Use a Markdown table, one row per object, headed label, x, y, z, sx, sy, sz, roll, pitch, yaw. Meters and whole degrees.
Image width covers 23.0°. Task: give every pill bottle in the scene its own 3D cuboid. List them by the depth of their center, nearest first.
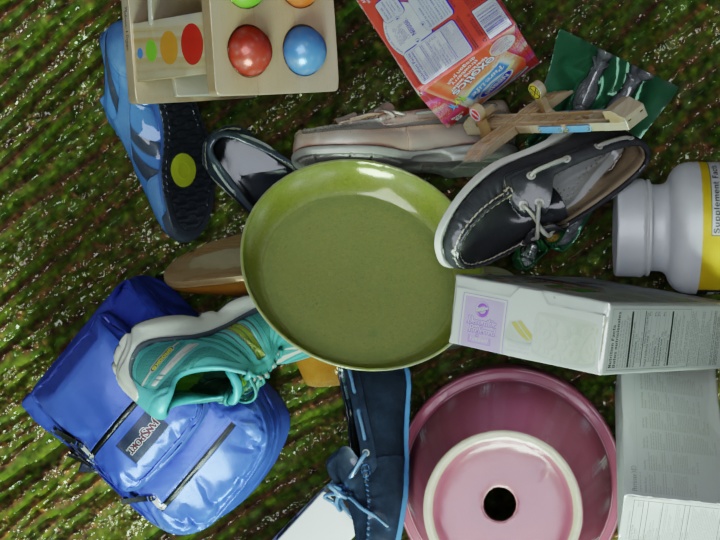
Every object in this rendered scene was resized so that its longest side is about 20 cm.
| label | x | y | z | sx | sy | sz | roll | pitch | yaw |
| --- | --- | --- | --- | --- | --- | --- | --- | --- | --- |
| pill bottle | 0.311 | -0.035 | 1.468 | 0.198 | 0.111 | 0.112 | 1 | 92 | 6 |

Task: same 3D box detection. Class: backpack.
| label | x | y | z | sx | sy | sz | roll | pitch | yaw |
| --- | --- | --- | --- | --- | --- | --- | --- | --- | --- |
| backpack | -0.173 | 0.129 | 1.510 | 0.200 | 0.168 | 0.163 | 42 | 103 | 2 |

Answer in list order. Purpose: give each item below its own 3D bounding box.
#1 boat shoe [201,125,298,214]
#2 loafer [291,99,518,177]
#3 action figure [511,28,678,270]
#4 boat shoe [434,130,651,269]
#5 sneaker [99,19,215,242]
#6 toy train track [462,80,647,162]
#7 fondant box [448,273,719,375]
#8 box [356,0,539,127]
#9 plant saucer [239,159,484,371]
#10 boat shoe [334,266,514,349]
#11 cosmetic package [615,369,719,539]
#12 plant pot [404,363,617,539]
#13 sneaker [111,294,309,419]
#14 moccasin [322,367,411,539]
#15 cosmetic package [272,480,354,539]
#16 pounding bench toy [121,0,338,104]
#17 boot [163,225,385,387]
| label | x | y | z | sx | sy | sz | roll | pitch | yaw |
| --- | --- | --- | --- | --- | --- | --- | --- | --- | --- |
| boat shoe | -0.054 | -0.054 | 1.534 | 0.200 | 0.062 | 0.075 | 43 | 90 | -4 |
| loafer | 0.037 | -0.116 | 1.516 | 0.199 | 0.072 | 0.063 | 0 | 75 | -12 |
| action figure | 0.181 | -0.090 | 1.514 | 0.118 | 0.055 | 0.201 | 24 | 100 | -7 |
| boat shoe | 0.148 | -0.058 | 1.420 | 0.199 | 0.060 | 0.074 | -31 | 132 | -23 |
| sneaker | -0.184 | -0.123 | 1.562 | 0.078 | 0.066 | 0.201 | -4 | 103 | 42 |
| toy train track | 0.148 | -0.129 | 1.412 | 0.115 | 0.199 | 0.033 | -37 | 113 | -27 |
| fondant box | 0.186 | 0.041 | 1.408 | 0.144 | 0.199 | 0.059 | 11 | 95 | 39 |
| box | 0.051 | -0.234 | 1.477 | 0.099 | 0.095 | 0.201 | -35 | 68 | 7 |
| plant saucer | 0.000 | 0.000 | 1.428 | 0.198 | 0.031 | 0.201 | 5 | 56 | -8 |
| boat shoe | 0.066 | 0.031 | 1.475 | 0.200 | 0.066 | 0.072 | -3 | 100 | -32 |
| cosmetic package | 0.250 | 0.143 | 1.437 | 0.082 | 0.200 | 0.051 | 7 | 122 | 4 |
| plant pot | 0.122 | 0.185 | 1.467 | 0.198 | 0.179 | 0.202 | 0 | 93 | 7 |
| sneaker | -0.102 | 0.076 | 1.421 | 0.080 | 0.199 | 0.078 | 50 | 139 | 33 |
| moccasin | 0.001 | 0.167 | 1.476 | 0.068 | 0.081 | 0.201 | 9 | 55 | -11 |
| cosmetic package | -0.078 | 0.273 | 1.544 | 0.051 | 0.083 | 0.200 | 43 | 96 | 6 |
| pounding bench toy | -0.108 | -0.244 | 1.467 | 0.124 | 0.156 | 0.202 | -7 | 95 | -37 |
| boot | -0.060 | 0.040 | 1.509 | 0.200 | 0.071 | 0.145 | -9 | 123 | -4 |
